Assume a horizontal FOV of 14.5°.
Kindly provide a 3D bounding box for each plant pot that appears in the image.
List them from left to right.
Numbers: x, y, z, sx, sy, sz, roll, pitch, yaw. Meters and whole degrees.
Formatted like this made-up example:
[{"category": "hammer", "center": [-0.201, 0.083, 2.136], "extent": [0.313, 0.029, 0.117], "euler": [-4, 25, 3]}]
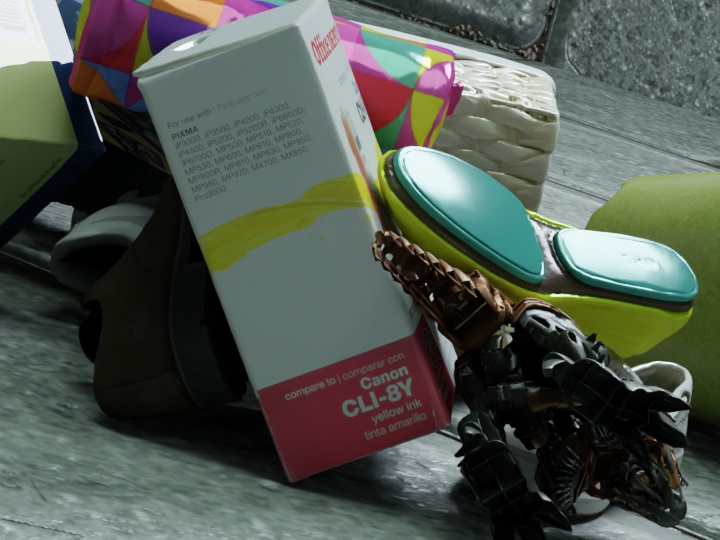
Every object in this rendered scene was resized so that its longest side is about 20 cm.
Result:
[{"category": "plant pot", "center": [0.229, 0.018, 1.622], "extent": [0.184, 0.202, 0.200], "euler": [8, 4, 40]}]

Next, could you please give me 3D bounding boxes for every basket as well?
[{"category": "basket", "center": [0.022, -0.075, 1.788], "extent": [0.199, 0.136, 0.123], "euler": [12, 12, -8]}]

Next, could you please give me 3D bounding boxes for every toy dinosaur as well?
[{"category": "toy dinosaur", "center": [0.076, 0.058, 1.281], "extent": [0.199, 0.102, 0.136], "euler": [21, 20, -17]}]

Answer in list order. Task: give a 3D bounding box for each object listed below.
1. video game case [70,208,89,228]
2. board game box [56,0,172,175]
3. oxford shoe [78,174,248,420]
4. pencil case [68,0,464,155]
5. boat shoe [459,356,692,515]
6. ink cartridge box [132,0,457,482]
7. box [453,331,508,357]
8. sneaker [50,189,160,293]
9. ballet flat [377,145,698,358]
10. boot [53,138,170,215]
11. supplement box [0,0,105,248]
[{"category": "video game case", "center": [-0.053, -0.008, 1.764], "extent": [0.199, 0.023, 0.182], "euler": [18, 11, 24]}, {"category": "board game box", "center": [-0.124, -0.097, 1.573], "extent": [0.199, 0.035, 0.136], "euler": [28, -12, 25]}, {"category": "oxford shoe", "center": [-0.099, 0.006, 1.372], "extent": [0.084, 0.073, 0.200], "euler": [-19, 24, 12]}, {"category": "pencil case", "center": [-0.047, -0.100, 1.437], "extent": [0.199, 0.089, 0.088], "euler": [19, 10, -3]}, {"category": "boat shoe", "center": [0.112, 0.074, 1.409], "extent": [0.071, 0.070, 0.200], "euler": [24, 14, 23]}, {"category": "ink cartridge box", "center": [-0.026, -0.020, 1.331], "extent": [0.083, 0.201, 0.145], "euler": [-20, 9, 8]}, {"category": "box", "center": [0.000, 0.000, 1.537], "extent": [0.163, 0.021, 0.200], "euler": [21, -16, 16]}, {"category": "sneaker", "center": [-0.075, 0.019, 1.478], "extent": [0.199, 0.074, 0.088], "euler": [17, 23, 27]}, {"category": "ballet flat", "center": [0.074, 0.001, 1.347], "extent": [0.199, 0.067, 0.067], "euler": [19, 41, -35]}, {"category": "boot", "center": [-0.155, -0.092, 1.738], "extent": [0.199, 0.078, 0.138], "euler": [9, 27, 14]}, {"category": "supplement box", "center": [-0.271, -0.117, 1.451], "extent": [0.199, 0.134, 0.201], "euler": [5, 56, -45]}]
